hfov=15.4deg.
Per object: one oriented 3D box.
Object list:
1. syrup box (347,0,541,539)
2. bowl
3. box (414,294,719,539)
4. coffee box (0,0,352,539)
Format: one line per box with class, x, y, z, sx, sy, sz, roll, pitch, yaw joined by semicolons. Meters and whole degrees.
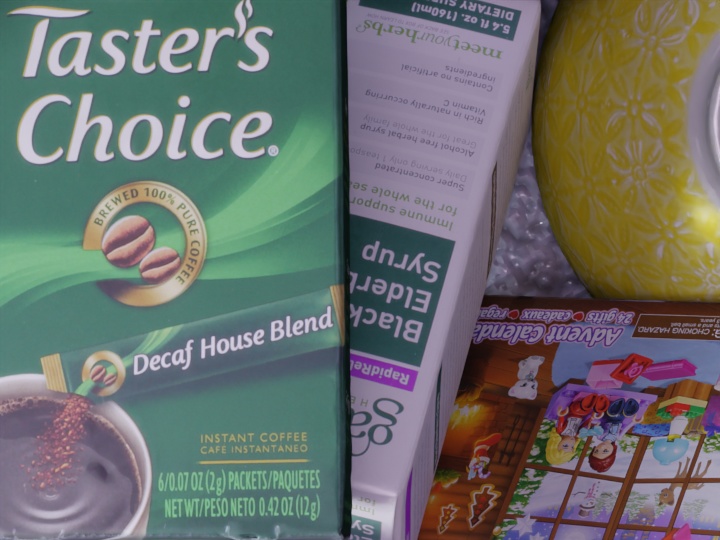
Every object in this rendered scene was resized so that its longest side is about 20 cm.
syrup box;0.000;0.000;0.891;0.078;0.082;0.201;13;58;8
bowl;0.157;-0.051;0.912;0.198;0.108;0.202;0;92;5
box;0.099;0.075;0.872;0.199;0.039;0.137;1;53;35
coffee box;-0.063;-0.019;0.800;0.122;0.044;0.202;0;83;4
